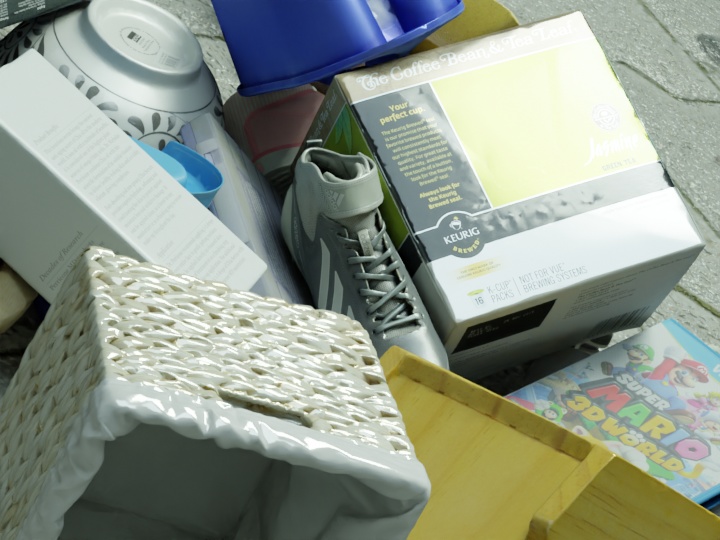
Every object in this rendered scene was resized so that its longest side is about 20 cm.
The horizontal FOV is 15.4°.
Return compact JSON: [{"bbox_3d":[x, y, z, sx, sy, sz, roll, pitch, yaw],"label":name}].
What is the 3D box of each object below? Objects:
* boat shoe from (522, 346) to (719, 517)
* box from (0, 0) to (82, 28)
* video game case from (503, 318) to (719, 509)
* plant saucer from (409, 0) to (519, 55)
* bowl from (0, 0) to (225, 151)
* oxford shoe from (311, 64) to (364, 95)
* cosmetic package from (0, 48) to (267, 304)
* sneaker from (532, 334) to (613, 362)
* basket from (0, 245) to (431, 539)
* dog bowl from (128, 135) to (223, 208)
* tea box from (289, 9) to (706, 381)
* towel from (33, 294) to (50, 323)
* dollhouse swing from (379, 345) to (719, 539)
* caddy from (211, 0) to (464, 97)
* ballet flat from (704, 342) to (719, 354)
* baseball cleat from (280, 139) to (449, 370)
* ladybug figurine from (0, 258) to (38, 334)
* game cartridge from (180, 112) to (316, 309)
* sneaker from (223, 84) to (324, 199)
[{"bbox_3d":[0.189,0.128,1.824,0.200,0.072,0.066,38,-3,38],"label":"boat shoe"},{"bbox_3d":[-0.278,-0.218,1.810,0.163,0.087,0.200,3,18,28],"label":"box"},{"bbox_3d":[0.190,0.106,1.766,0.199,0.018,0.143,-22,49,-39],"label":"video game case"},{"bbox_3d":[0.023,-0.202,2.090,0.199,0.049,0.200,34,-13,6],"label":"plant saucer"},{"bbox_3d":[-0.167,-0.128,1.847,0.200,0.094,0.201,22,32,-15],"label":"bowl"},{"bbox_3d":[0.016,-0.145,2.050,0.199,0.073,0.071,22,38,-18],"label":"oxford shoe"},{"bbox_3d":[-0.162,-0.030,1.600,0.200,0.071,0.101,43,26,-2],"label":"cosmetic package"},{"bbox_3d":[0.098,-0.005,1.929,0.199,0.081,0.083,34,16,-4],"label":"sneaker"},{"bbox_3d":[-0.098,0.118,1.448,0.197,0.201,0.161,16,31,-25],"label":"basket"},{"bbox_3d":[-0.185,-0.070,1.718,0.199,0.050,0.111,26,19,18],"label":"dog bowl"},{"bbox_3d":[0.089,-0.045,1.811,0.199,0.134,0.198,-16,70,-24],"label":"tea box"},{"bbox_3d":[-0.119,0.070,1.652,0.147,0.050,0.200,4,38,-33],"label":"towel"},{"bbox_3d":[0.070,0.167,1.577,0.200,0.177,0.181,23,-6,46],"label":"dollhouse swing"},{"bbox_3d":[-0.016,-0.171,1.841,0.141,0.200,0.106,-28,101,-24],"label":"caddy"},{"bbox_3d":[0.265,0.088,1.964,0.199,0.076,0.064,9,6,-40],"label":"ballet flat"},{"bbox_3d":[0.000,0.000,1.700,0.069,0.107,0.200,-19,53,-22],"label":"baseball cleat"},{"bbox_3d":[-0.260,-0.008,1.609,0.135,0.072,0.200,29,31,-6],"label":"ladybug figurine"},{"bbox_3d":[-0.062,-0.003,1.761,0.130,0.038,0.201,44,17,-41],"label":"game cartridge"},{"bbox_3d":[-0.015,-0.098,1.956,0.199,0.076,0.105,0,48,-36],"label":"sneaker"}]
